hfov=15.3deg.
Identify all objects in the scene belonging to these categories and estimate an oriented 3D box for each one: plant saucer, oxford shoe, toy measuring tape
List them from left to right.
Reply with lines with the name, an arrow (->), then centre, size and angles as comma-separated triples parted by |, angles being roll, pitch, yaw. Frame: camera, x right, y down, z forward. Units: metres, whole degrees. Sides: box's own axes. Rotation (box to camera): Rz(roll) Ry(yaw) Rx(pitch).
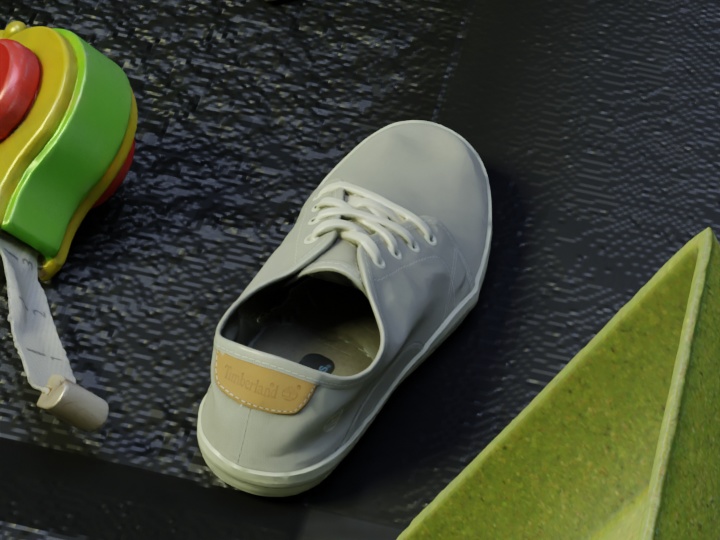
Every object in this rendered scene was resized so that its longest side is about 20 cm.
toy measuring tape -> -0.106, -0.030, 0.960 | 0.073, 0.074, 0.200 | -7, 41, -16
oxford shoe -> 0.000, 0.000, 0.958 | 0.075, 0.058, 0.200 | 17, 40, 15
plant saucer -> 0.048, 0.120, 0.726 | 0.048, 0.200, 0.201 | 28, 49, -11
